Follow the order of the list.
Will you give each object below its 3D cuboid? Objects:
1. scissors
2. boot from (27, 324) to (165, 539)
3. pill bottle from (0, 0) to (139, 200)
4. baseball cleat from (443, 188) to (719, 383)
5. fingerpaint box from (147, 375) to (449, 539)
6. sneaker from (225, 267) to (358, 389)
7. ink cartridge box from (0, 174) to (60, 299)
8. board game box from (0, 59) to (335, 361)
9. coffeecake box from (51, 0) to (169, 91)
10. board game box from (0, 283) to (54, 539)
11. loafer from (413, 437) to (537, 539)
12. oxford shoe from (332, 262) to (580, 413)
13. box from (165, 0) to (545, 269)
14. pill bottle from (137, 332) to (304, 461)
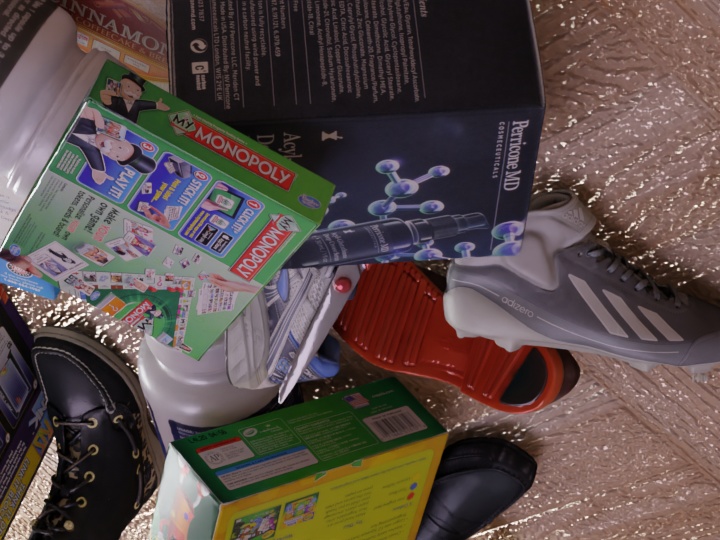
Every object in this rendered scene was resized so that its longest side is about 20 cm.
[{"bbox_3d":[0.000,0.000,1.353,0.073,0.014,0.201,10,109,-9],"label":"scissors"},{"bbox_3d":[-0.223,0.157,1.672,0.073,0.154,0.204,6,141,25],"label":"boot"},{"bbox_3d":[-0.234,-0.124,1.225,0.199,0.114,0.114,33,144,-6],"label":"pill bottle"},{"bbox_3d":[0.153,0.007,1.325,0.199,0.070,0.107,4,107,-8],"label":"baseball cleat"},{"bbox_3d":[-0.052,0.179,1.523,0.073,0.199,0.168,44,134,36],"label":"fingerpaint box"},{"bbox_3d":[-0.041,-0.016,1.390,0.085,0.077,0.201,4,119,7],"label":"sneaker"},{"bbox_3d":[-0.254,-0.078,1.462,0.116,0.067,0.201,18,145,10],"label":"ink cartridge box"},{"bbox_3d":[-0.110,-0.026,1.159,0.134,0.029,0.200,28,149,-11],"label":"board game box"},{"bbox_3d":[-0.121,-0.195,1.225,0.153,0.073,0.200,26,145,0],"label":"coffeecake box"},{"bbox_3d":[-0.311,0.124,1.643,0.056,0.201,0.166,4,140,24],"label":"board game box"},{"bbox_3d":[0.062,0.180,1.602,0.068,0.071,0.200,35,144,-16],"label":"loafer"},{"bbox_3d":[0.054,0.039,1.426,0.199,0.072,0.072,30,105,25],"label":"oxford shoe"},{"bbox_3d":[-0.006,-0.084,1.198,0.198,0.108,0.149,-4,148,-4],"label":"box"},{"bbox_3d":[-0.099,0.086,1.543,0.110,0.111,0.201,12,143,18],"label":"pill bottle"}]
